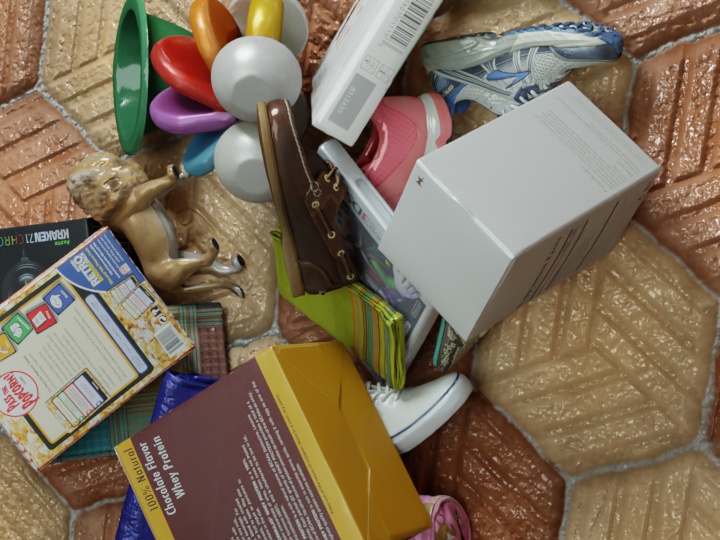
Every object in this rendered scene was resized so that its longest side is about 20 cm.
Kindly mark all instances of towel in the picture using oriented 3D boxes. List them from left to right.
[{"bbox_3d":[-0.232,0.113,1.634,0.022,0.199,0.147,178,86,-74],"label":"towel"},{"bbox_3d":[-0.155,0.208,1.630,0.147,0.050,0.201,18,101,-6],"label":"towel"},{"bbox_3d":[-0.024,0.035,1.531,0.200,0.018,0.086,36,140,42],"label":"towel"}]

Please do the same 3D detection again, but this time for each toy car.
[{"bbox_3d":[-0.126,-0.167,1.516,0.149,0.175,0.201,1,122,1],"label":"toy car"}]

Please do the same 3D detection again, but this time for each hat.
[{"bbox_3d":[-0.152,-0.202,1.647,0.200,0.175,0.166,160,108,-70],"label":"hat"}]

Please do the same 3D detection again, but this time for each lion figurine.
[{"bbox_3d":[-0.210,-0.038,1.628,0.122,0.072,0.201,-25,97,16],"label":"lion figurine"}]

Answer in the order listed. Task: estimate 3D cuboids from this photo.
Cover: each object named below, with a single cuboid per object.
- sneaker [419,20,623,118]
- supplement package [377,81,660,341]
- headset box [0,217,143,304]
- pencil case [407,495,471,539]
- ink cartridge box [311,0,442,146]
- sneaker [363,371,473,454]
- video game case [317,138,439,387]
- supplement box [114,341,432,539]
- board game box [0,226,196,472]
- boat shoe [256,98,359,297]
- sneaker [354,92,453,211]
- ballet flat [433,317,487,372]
[{"bbox_3d":[0.151,-0.179,1.459,0.199,0.077,0.086,-2,102,37],"label":"sneaker"},{"bbox_3d":[0.136,-0.053,1.376,0.121,0.200,0.120,47,142,19],"label":"supplement package"},{"bbox_3d":[-0.322,0.049,1.716,0.174,0.093,0.201,-4,91,30],"label":"headset box"},{"bbox_3d":[0.008,0.261,1.549,0.199,0.086,0.083,-7,71,31],"label":"pencil case"},{"bbox_3d":[0.011,-0.214,1.480,0.050,0.200,0.161,29,105,-10],"label":"ink cartridge box"},{"bbox_3d":[0.016,0.138,1.528,0.200,0.073,0.071,-31,103,32],"label":"sneaker"},{"bbox_3d":[0.000,0.000,1.509,0.182,0.023,0.200,53,152,17],"label":"video game case"},{"bbox_3d":[-0.081,0.199,1.475,0.200,0.133,0.198,-33,75,24],"label":"supplement box"},{"bbox_3d":[-0.287,0.076,1.582,0.200,0.046,0.152,-38,100,-16],"label":"board game box"},{"bbox_3d":[-0.046,-0.068,1.437,0.070,0.071,0.201,-11,126,2],"label":"boat shoe"},{"bbox_3d":[0.025,-0.072,1.498,0.074,0.086,0.201,-130,46,-64],"label":"sneaker"},{"bbox_3d":[0.111,-0.002,1.492,0.075,0.068,0.201,4,93,9],"label":"ballet flat"}]
